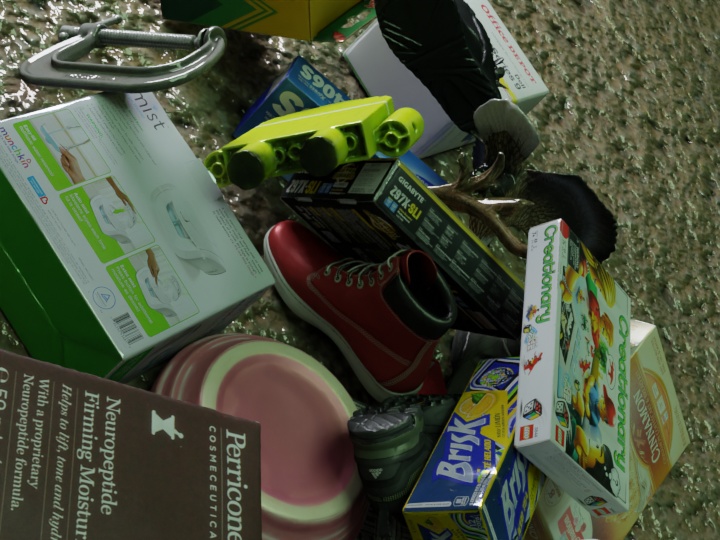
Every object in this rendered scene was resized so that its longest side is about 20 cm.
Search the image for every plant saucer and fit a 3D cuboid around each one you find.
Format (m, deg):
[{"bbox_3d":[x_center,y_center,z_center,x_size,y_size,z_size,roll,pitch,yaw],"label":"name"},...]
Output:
[{"bbox_3d":[-0.067,0.131,0.942,0.199,0.051,0.202,23,46,-26],"label":"plant saucer"}]

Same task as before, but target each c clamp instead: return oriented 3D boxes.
[{"bbox_3d":[-0.191,-0.186,1.019,0.171,0.198,0.027,-38,131,-46],"label":"c clamp"}]

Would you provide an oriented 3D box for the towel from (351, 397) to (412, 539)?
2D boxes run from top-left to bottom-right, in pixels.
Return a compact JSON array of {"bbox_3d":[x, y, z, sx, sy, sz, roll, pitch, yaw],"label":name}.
[{"bbox_3d":[-0.023,0.182,0.995,0.191,0.034,0.202,29,46,-25],"label":"towel"}]

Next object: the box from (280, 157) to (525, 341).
[{"bbox_3d":[0.042,-0.020,1.084,0.200,0.159,0.050,42,70,-28],"label":"box"}]

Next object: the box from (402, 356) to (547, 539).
[{"bbox_3d":[0.100,0.147,0.935,0.200,0.064,0.071,-54,129,-54],"label":"box"}]

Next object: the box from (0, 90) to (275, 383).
[{"bbox_3d":[-0.193,-0.026,0.942,0.201,0.097,0.176,55,39,5],"label":"box"}]

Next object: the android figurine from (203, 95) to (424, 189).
[{"bbox_3d":[-0.037,-0.107,1.020,0.200,0.180,0.042,-52,131,-70],"label":"android figurine"}]

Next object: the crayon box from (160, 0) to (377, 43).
[{"bbox_3d":[-0.077,-0.271,1.172,0.198,0.051,0.127,13,34,22],"label":"crayon box"}]

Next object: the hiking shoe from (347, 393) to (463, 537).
[{"bbox_3d":[0.045,0.153,0.979,0.199,0.075,0.102,-1,88,-63],"label":"hiking shoe"}]

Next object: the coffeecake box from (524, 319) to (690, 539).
[{"bbox_3d":[0.200,0.162,1.087,0.200,0.073,0.154,-46,130,-27],"label":"coffeecake box"}]

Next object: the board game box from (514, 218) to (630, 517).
[{"bbox_3d":[0.172,0.076,0.974,0.126,0.034,0.202,41,45,-39],"label":"board game box"}]

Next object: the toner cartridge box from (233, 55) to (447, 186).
[{"bbox_3d":[-0.015,-0.103,1.167,0.199,0.095,0.043,39,42,-14],"label":"toner cartridge box"}]

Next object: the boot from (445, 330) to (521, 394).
[{"bbox_3d":[0.136,0.096,1.132,0.067,0.130,0.201,33,44,-22],"label":"boot"}]

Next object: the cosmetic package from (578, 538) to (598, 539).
[{"bbox_3d":[0.137,0.312,0.890,0.167,0.199,0.167,38,61,-18],"label":"cosmetic package"}]

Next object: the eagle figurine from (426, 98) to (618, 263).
[{"bbox_3d":[0.136,-0.062,1.128,0.199,0.150,0.153,-3,73,-57],"label":"eagle figurine"}]

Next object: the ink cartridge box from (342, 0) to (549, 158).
[{"bbox_3d":[0.099,-0.218,1.366,0.199,0.087,0.146,-21,76,-50],"label":"ink cartridge box"}]

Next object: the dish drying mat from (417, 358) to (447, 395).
[{"bbox_3d":[0.063,0.155,1.062,0.076,0.018,0.201,21,41,-37],"label":"dish drying mat"}]

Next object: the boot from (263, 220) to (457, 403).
[{"bbox_3d":[0.000,0.000,1.046,0.072,0.145,0.200,-28,65,-36],"label":"boot"}]

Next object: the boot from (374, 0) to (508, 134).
[{"bbox_3d":[0.077,-0.237,1.188,0.199,0.073,0.163,52,21,-28],"label":"boot"}]

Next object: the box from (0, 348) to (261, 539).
[{"bbox_3d":[-0.184,0.173,0.750,0.199,0.164,0.167,20,49,-32],"label":"box"}]
